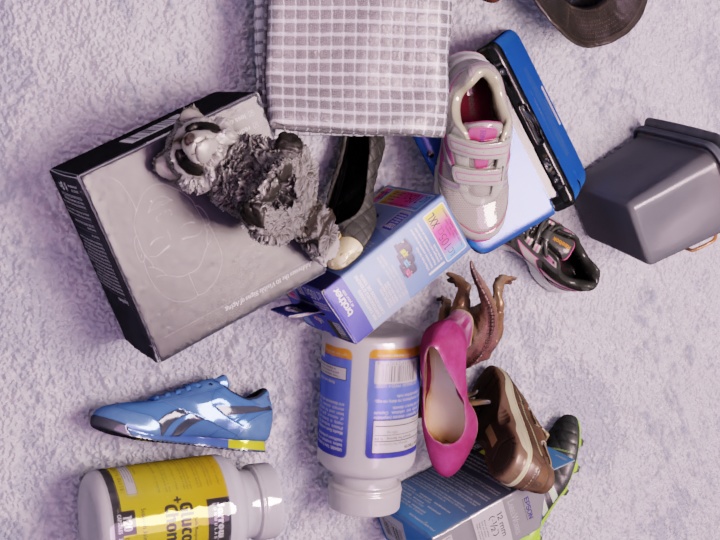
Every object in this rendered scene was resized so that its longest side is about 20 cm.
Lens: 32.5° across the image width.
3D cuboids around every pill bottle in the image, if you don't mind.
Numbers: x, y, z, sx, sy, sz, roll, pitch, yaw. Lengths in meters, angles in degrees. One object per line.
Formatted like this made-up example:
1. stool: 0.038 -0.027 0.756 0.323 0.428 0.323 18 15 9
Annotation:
1. pill bottle: -0.184 0.251 1.275 0.198 0.112 0.113 -4 101 -26
2. pill bottle: 0.008 0.162 1.361 0.111 0.112 0.202 -1 100 -27

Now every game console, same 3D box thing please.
1. game console: 0.153 -0.148 1.390 0.118 0.171 0.201 -24 100 24

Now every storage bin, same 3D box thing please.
1. storage bin: 0.348 -0.079 1.458 0.133 0.200 0.147 -28 111 -8

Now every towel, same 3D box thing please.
1. towel: -0.008 -0.216 1.239 0.198 0.086 0.167 0 98 -8

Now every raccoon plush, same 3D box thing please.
1. raccoon plush: -0.111 -0.068 1.159 0.097 0.133 0.201 -55 151 -25

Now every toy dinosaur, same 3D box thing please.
1. toy dinosaur: 0.123 0.082 1.387 0.085 0.201 0.136 14 51 -4

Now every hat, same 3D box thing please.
1. hat: 0.238 -0.353 1.410 0.199 0.081 0.203 -1 91 -31

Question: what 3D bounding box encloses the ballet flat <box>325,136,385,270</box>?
1. ballet flat: -0.015 -0.083 1.293 0.057 0.066 0.201 52 35 -41

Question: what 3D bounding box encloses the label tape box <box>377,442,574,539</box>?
1. label tape box: 0.135 0.266 1.425 0.199 0.143 0.067 -22 108 -22

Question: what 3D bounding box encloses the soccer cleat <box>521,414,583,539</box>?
1. soccer cleat: 0.207 0.263 1.510 0.081 0.067 0.201 27 86 -15

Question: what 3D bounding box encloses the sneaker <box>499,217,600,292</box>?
1. sneaker: 0.212 -0.042 1.444 0.199 0.086 0.081 34 81 -27

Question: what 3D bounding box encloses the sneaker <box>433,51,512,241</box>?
1. sneaker: 0.118 -0.128 1.289 0.080 0.088 0.202 -8 98 -5

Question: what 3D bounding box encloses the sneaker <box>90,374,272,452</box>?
1. sneaker: -0.184 0.145 1.290 0.198 0.066 0.079 9 83 -29

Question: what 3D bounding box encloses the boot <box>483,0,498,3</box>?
1. boot: 0.055 -0.259 1.337 0.187 0.068 0.202 16 92 -29

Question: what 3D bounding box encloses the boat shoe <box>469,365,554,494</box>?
1. boat shoe: 0.175 0.186 1.405 0.074 0.203 0.075 28 115 -17

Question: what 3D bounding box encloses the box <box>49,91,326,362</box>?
1. box: -0.169 -0.049 1.225 0.199 0.124 0.198 -28 108 -21

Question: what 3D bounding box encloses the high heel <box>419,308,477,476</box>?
1. high heel: 0.088 0.146 1.327 0.096 0.067 0.202 -37 139 -59

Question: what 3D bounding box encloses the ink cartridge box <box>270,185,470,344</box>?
1. ink cartridge box: 0.000 0.000 1.313 0.200 0.136 0.077 -40 112 -16
